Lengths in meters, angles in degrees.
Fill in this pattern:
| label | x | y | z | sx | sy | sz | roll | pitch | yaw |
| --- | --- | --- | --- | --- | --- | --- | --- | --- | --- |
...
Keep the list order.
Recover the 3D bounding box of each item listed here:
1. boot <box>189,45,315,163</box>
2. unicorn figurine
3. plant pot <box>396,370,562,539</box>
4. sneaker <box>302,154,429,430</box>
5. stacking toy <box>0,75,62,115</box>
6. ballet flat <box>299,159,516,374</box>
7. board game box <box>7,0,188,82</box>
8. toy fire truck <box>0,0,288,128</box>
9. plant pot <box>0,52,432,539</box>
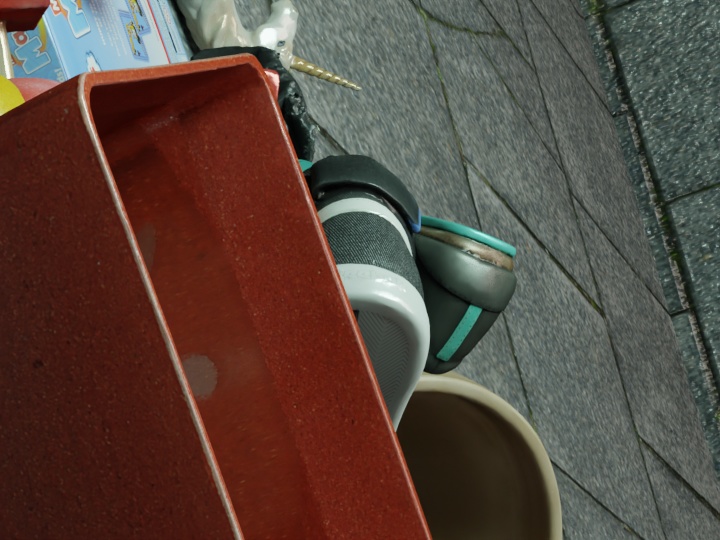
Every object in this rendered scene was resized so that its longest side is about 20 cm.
| label | x | y | z | sx | sy | sz | roll | pitch | yaw |
| --- | --- | --- | --- | --- | --- | --- | --- | --- | --- |
| boot | -0.047 | -0.035 | 1.257 | 0.200 | 0.076 | 0.169 | -72 | 164 | -60 |
| unicorn figurine | -0.088 | -0.186 | 1.445 | 0.200 | 0.074 | 0.138 | 27 | 53 | -51 |
| plant pot | -0.018 | 0.126 | 1.126 | 0.093 | 0.201 | 0.201 | 29 | -26 | 50 |
| sneaker | -0.018 | 0.041 | 0.994 | 0.112 | 0.073 | 0.201 | -88 | -162 | -46 |
| stacking toy | -0.142 | -0.030 | 0.928 | 0.200 | 0.146 | 0.147 | 34 | 36 | -42 |
| ballet flat | 0.000 | 0.000 | 1.079 | 0.068 | 0.069 | 0.200 | 21 | 2 | -21 |
| board game box | -0.131 | -0.117 | 1.222 | 0.200 | 0.036 | 0.152 | -26 | 96 | -77 |
| toy fire truck | -0.104 | -0.043 | 1.088 | 0.049 | 0.140 | 0.201 | 155 | -60 | -72 |
| plant pot | -0.100 | 0.059 | 0.802 | 0.200 | 0.175 | 0.201 | -27 | 98 | -76 |
